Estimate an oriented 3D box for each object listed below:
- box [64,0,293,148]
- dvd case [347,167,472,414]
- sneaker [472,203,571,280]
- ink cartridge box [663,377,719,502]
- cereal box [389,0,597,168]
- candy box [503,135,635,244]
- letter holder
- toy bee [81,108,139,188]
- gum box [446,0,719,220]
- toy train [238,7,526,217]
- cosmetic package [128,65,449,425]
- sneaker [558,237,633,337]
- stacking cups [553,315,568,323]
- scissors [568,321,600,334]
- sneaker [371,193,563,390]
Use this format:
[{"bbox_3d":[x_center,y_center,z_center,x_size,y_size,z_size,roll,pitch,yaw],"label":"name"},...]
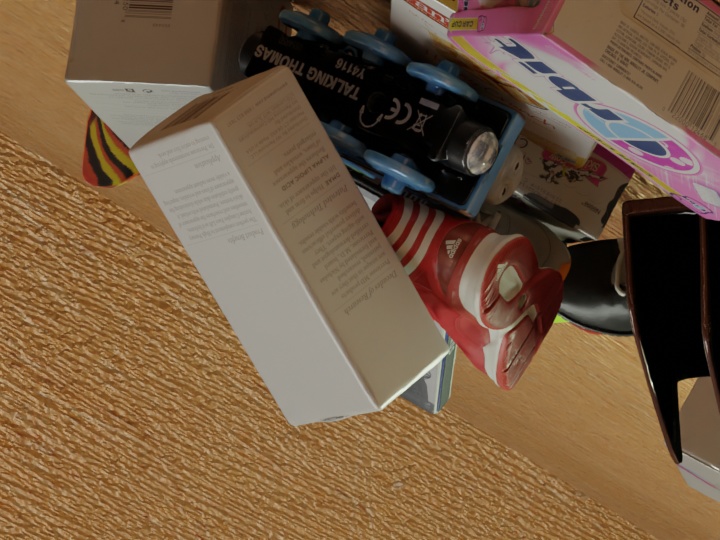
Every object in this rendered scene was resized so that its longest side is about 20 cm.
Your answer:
[{"bbox_3d":[-0.115,-0.151,1.604,0.097,0.125,0.200,4,167,11],"label":"box"},{"bbox_3d":[0.000,0.000,1.630,0.150,0.025,0.200,29,145,18],"label":"dvd case"},{"bbox_3d":[0.045,-0.038,1.610,0.199,0.076,0.092,25,166,28],"label":"sneaker"},{"bbox_3d":[0.326,0.121,1.890,0.125,0.129,0.200,27,172,19],"label":"ink cartridge box"},{"bbox_3d":[0.085,-0.126,1.426,0.144,0.040,0.200,31,174,5],"label":"cereal box"},{"bbox_3d":[0.094,-0.075,1.680,0.136,0.061,0.200,31,174,-10],"label":"candy box"},{"bbox_3d":[0.227,0.065,1.507,0.100,0.143,0.200,-6,146,14],"label":"letter holder"},{"bbox_3d":[-0.155,-0.160,1.759,0.108,0.201,0.131,-2,-148,2],"label":"toy bee"},{"bbox_3d":[0.148,-0.100,1.248,0.200,0.066,0.113,32,171,-22],"label":"gum box"},{"bbox_3d":[0.015,-0.094,1.476,0.200,0.087,0.114,25,179,36],"label":"toy train"},{"bbox_3d":[-0.042,-0.012,1.445,0.102,0.074,0.200,-12,112,54],"label":"cosmetic package"},{"bbox_3d":[0.217,-0.001,1.606,0.199,0.074,0.089,4,151,6],"label":"sneaker"},{"bbox_3d":[0.169,0.015,1.698,0.199,0.061,0.060,0,-172,-29],"label":"stacking cups"},{"bbox_3d":[0.096,0.000,1.724,0.199,0.073,0.014,13,137,-13],"label":"scissors"},{"bbox_3d":[0.057,0.002,1.516,0.115,0.079,0.200,29,164,19],"label":"sneaker"}]
